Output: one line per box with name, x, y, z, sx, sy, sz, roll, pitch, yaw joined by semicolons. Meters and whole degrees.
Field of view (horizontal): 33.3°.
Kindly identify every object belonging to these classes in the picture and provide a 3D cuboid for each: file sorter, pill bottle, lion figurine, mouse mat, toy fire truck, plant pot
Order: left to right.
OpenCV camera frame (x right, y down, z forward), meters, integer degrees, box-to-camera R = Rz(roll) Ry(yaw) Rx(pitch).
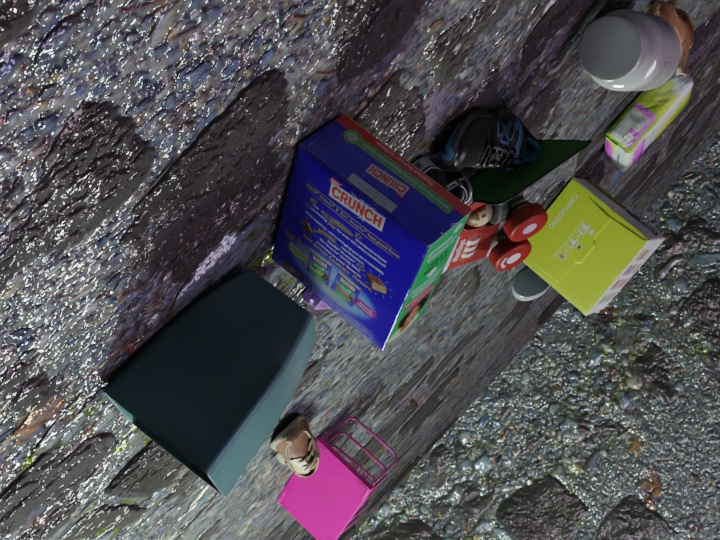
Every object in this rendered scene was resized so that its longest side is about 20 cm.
plant pot;-0.144;0.109;1.285;0.200;0.141;0.141;-52;167;-15
file sorter;-0.039;0.400;2.301;0.125;0.139;0.200;-32;159;-49
toy fire truck;0.172;-0.067;1.797;0.168;0.112;0.200;-20;154;-22
mouse mat;0.214;-0.137;1.659;0.161;0.008;0.200;-34;-164;-12
pill bottle;0.380;-0.313;1.715;0.114;0.114;0.200;-54;164;23
lion figurine;0.490;-0.385;1.922;0.200;0.072;0.123;26;72;-68

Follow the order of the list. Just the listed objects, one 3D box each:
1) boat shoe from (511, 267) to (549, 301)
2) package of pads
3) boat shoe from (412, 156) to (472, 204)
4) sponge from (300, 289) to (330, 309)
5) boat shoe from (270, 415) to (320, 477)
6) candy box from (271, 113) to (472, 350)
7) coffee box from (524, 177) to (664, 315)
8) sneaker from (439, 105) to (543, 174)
boat shoe;0.399;0.029;2.717;0.200;0.071;0.091;-39;159;-38
package of pads;0.561;-0.299;2.357;0.200;0.068;0.155;-49;167;-1
boat shoe;0.112;-0.102;1.582;0.074;0.068;0.199;-49;165;6
sponge;0.000;0.000;1.604;0.112;0.030;0.200;-52;164;13
boat shoe;-0.097;0.296;1.996;0.076;0.072;0.200;-45;165;-12
candy box;0.004;-0.037;1.248;0.077;0.169;0.200;-42;165;-32
coffee box;0.465;-0.051;2.453;0.200;0.200;0.198;-53;164;16
sneaker;0.175;-0.165;1.573;0.200;0.082;0.073;-27;154;-53
